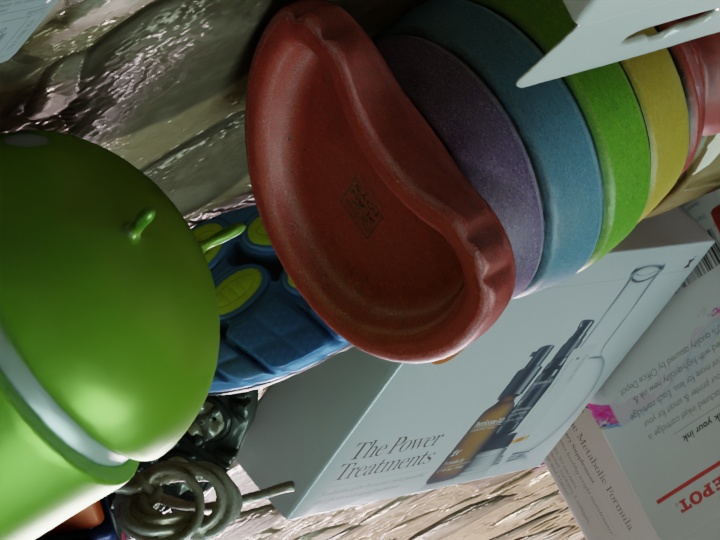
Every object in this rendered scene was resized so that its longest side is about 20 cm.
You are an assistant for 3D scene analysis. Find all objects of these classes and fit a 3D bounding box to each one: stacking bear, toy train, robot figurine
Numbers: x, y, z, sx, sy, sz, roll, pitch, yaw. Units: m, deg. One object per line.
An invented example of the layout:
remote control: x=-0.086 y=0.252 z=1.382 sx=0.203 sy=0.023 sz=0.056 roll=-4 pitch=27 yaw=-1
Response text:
stacking bear: x=0.070 y=-0.058 z=0.990 sx=0.200 sy=0.122 sz=0.114 roll=-28 pitch=166 yaw=-29
toy train: x=-0.113 y=0.065 z=1.090 sx=0.199 sy=0.085 sz=0.116 roll=-9 pitch=147 yaw=-18
robot figurine: x=-0.131 y=0.034 z=0.910 sx=0.200 sy=0.116 sz=0.175 roll=-31 pitch=171 yaw=14

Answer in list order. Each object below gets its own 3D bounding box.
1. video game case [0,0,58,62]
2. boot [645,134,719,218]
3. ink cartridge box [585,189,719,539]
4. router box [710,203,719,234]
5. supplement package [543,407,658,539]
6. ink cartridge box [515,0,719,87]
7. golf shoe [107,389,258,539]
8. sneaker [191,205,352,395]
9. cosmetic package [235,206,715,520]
video game case: x=-0.126 y=-0.090 z=0.673 sx=0.200 sy=0.024 sz=0.182 roll=-14 pitch=160 yaw=-41
boot: x=0.212 y=-0.085 z=1.236 sx=0.200 sy=0.066 sz=0.175 roll=-16 pitch=162 yaw=-35
ink cartridge box: x=0.174 y=0.052 z=1.367 sx=0.115 sy=0.200 sz=0.068 roll=-36 pitch=164 yaw=31
router box: x=0.270 y=0.005 z=1.184 sx=0.200 sy=0.180 sz=0.049 roll=-33 pitch=160 yaw=23
supplement package: x=0.214 y=0.088 z=1.752 sx=0.109 sy=0.114 sz=0.200 roll=-18 pitch=162 yaw=-37
ink cartridge box: x=0.116 y=-0.140 z=0.851 sx=0.117 sy=0.067 sz=0.200 roll=-18 pitch=162 yaw=-35
golf shoe: x=-0.092 y=0.066 z=1.232 sx=0.088 sy=0.077 sz=0.200 roll=-45 pitch=-179 yaw=-41
sneaker: x=0.000 y=0.000 z=1.125 sx=0.199 sy=0.071 sz=0.083 roll=-27 pitch=160 yaw=-15
cosmetic package: x=0.052 y=0.031 z=1.287 sx=0.200 sy=0.052 sz=0.151 roll=-7 pitch=137 yaw=-53
